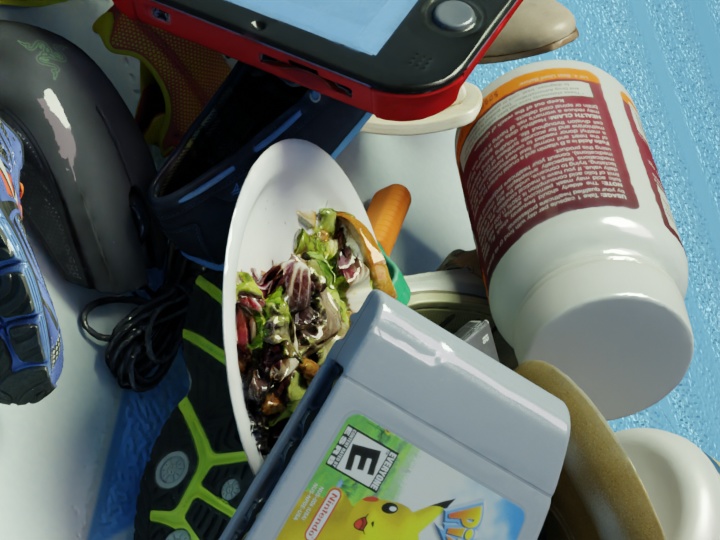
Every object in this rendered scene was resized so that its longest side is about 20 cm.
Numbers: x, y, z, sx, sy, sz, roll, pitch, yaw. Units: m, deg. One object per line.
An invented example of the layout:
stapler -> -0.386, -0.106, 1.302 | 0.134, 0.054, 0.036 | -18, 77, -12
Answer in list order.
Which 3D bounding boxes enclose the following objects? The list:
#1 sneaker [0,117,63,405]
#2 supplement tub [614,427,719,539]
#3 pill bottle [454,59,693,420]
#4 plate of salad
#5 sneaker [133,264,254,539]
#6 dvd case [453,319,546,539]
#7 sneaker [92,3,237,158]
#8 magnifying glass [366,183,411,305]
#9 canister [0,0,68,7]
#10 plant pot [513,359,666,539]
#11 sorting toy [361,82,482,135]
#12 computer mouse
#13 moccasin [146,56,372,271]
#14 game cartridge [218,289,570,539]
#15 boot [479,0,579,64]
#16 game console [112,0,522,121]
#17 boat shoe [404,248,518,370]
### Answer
sneaker -> -0.183, -0.033, 1.142 | 0.078, 0.075, 0.201 | -15, 82, -59
supplement tub -> 0.204, 0.195, 1.447 | 0.200, 0.144, 0.145 | 34, 43, -37
pill bottle -> 0.122, -0.017, 1.381 | 0.114, 0.114, 0.201 | 38, 27, -34
plate of salad -> -0.013, 0.034, 1.189 | 0.200, 0.048, 0.201 | -5, 90, -67
sneaker -> -0.056, 0.087, 1.219 | 0.076, 0.075, 0.201 | 48, 47, -45
dvd case -> 0.051, 0.146, 1.216 | 0.149, 0.016, 0.201 | -37, 117, -52
sneaker -> -0.081, -0.079, 1.326 | 0.200, 0.077, 0.073 | 57, -3, -33
magnifying glass -> 0.000, 0.000, 1.376 | 0.022, 0.079, 0.200 | 59, 23, -16
canister -> -0.201, -0.246, 1.245 | 0.148, 0.086, 0.201 | -1, 68, -54
plant pot -> 0.113, 0.146, 1.281 | 0.027, 0.200, 0.201 | -21, 84, -17
sorting toy -> -0.016, -0.176, 1.449 | 0.201, 0.106, 0.180 | 60, 14, -14
computer mouse -> -0.132, -0.051, 1.237 | 0.200, 0.053, 0.139 | 53, 36, -16
moccasin -> -0.034, -0.094, 1.234 | 0.068, 0.080, 0.201 | 42, 72, -44
game cartridge -> 0.009, 0.126, 1.124 | 0.133, 0.040, 0.201 | 30, 89, -25
boot -> 0.054, -0.207, 1.496 | 0.070, 0.200, 0.147 | -24, 107, -27
game console -> -0.012, -0.164, 1.219 | 0.177, 0.199, 0.031 | -56, 160, -33
boat shoe -> 0.066, 0.026, 1.449 | 0.199, 0.075, 0.069 | 12, 40, -48
